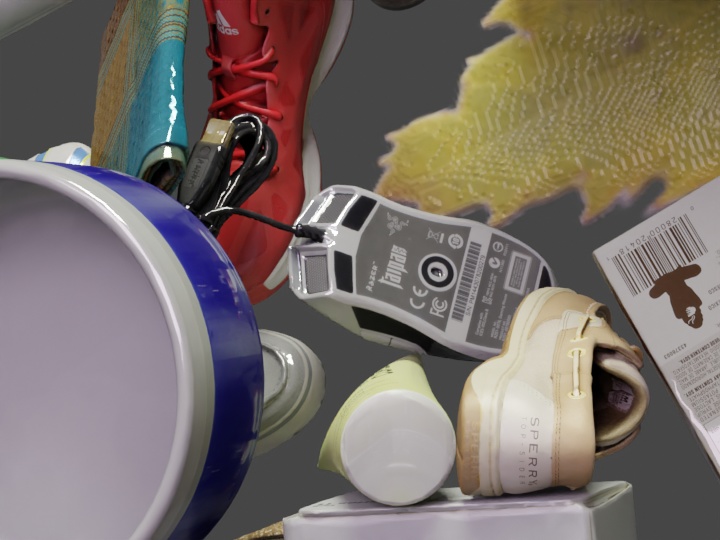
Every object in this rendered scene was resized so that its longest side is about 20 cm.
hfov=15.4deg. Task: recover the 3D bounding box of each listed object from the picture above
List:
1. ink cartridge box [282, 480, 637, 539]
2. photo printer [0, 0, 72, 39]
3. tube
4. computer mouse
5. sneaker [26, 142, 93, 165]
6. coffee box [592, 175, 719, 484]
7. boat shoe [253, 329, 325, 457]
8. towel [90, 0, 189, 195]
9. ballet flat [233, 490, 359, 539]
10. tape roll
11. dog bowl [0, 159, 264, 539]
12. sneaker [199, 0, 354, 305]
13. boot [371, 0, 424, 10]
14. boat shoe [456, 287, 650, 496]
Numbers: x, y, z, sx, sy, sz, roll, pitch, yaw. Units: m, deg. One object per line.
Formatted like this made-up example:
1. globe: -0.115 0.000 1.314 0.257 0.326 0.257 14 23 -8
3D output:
1. ink cartridge box: 0.053 0.197 1.183 0.146 0.083 0.200 -3 93 20
2. photo printer: -0.169 -0.232 1.467 0.200 0.069 0.167 -28 64 8
3. tube: 0.009 0.073 1.232 0.058 0.200 0.052 -7 92 -2
4. computer mouse: 0.000 0.000 1.301 0.200 0.044 0.110 21 63 -8
5. sneaker: -0.217 0.002 1.379 0.200 0.105 0.076 -48 63 -1
6. coffee box: 0.193 0.070 1.198 0.080 0.114 0.200 -31 64 6
7. boat shoe: -0.119 0.056 1.344 0.200 0.069 0.072 2 72 21
8. towel: -0.110 -0.090 1.340 0.022 0.147 0.200 13 50 -15
9. ballet flat: 0.030 0.134 1.272 0.200 0.071 0.065 2 45 18
10. tape roll: -0.197 0.044 1.282 0.200 0.048 0.201 0 91 24
11. dog bowl: -0.146 0.050 1.192 0.200 0.079 0.201 1 92 24
12. sneaker: -0.066 -0.090 1.350 0.078 0.116 0.200 1 70 21
13. boot: -0.029 -0.233 1.355 0.069 0.174 0.200 -37 63 4
14. boat shoe: 0.097 0.058 1.206 0.069 0.200 0.074 5 108 15
